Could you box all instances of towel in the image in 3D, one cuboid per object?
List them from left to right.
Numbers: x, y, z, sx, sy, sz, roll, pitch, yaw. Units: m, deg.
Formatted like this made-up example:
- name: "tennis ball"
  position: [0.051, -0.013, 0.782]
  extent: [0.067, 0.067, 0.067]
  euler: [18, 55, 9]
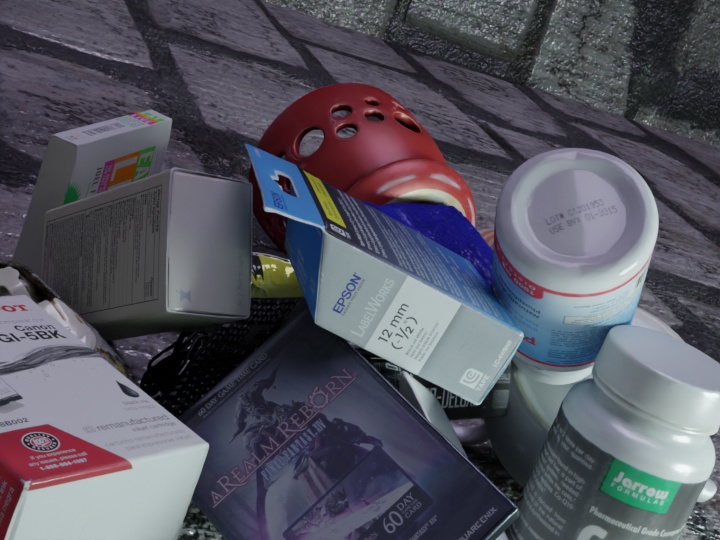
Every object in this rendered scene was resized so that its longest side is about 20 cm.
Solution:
- name: "towel"
  position: [0.058, -0.008, 1.208]
  extent: [0.199, 0.050, 0.148]
  euler: [-1, 52, -50]

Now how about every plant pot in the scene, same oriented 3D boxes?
- name: "plant pot"
  position: [0.008, -0.068, 1.384]
  extent: [0.199, 0.201, 0.183]
  euler: [8, 25, -35]

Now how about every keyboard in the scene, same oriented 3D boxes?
- name: "keyboard"
  position: [-0.115, 0.070, 0.967]
  extent: [0.104, 0.040, 0.200]
  euler: [-8, 28, 29]

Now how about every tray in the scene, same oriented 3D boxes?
- name: "tray"
  position: [0.075, 0.165, 0.892]
  extent: [0.201, 0.022, 0.107]
  euler: [63, 7, 20]

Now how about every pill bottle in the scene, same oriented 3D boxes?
- name: "pill bottle"
  position: [0.148, 0.006, 0.975]
  extent: [0.108, 0.109, 0.200]
  euler: [26, -23, 16]
- name: "pill bottle"
  position: [0.178, 0.147, 0.945]
  extent: [0.112, 0.201, 0.113]
  euler: [19, 18, -6]

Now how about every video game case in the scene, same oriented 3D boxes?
- name: "video game case"
  position: [-0.020, 0.131, 0.846]
  extent: [0.200, 0.143, 0.019]
  euler: [43, -13, 26]

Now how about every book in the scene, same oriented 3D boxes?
- name: "book"
  position: [-0.239, -0.070, 1.212]
  extent: [0.048, 0.134, 0.200]
  euler: [24, 18, 9]

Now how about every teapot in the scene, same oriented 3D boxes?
- name: "teapot"
  position: [0.181, 0.127, 1.118]
  extent: [0.197, 0.146, 0.200]
  euler: [-24, 60, -29]

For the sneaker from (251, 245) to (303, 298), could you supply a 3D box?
- name: "sneaker"
  position: [-0.134, 0.020, 1.191]
  extent: [0.199, 0.076, 0.077]
  euler: [5, 29, -14]

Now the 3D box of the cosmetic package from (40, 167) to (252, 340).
- name: "cosmetic package"
  position: [-0.166, -0.007, 1.015]
  extent: [0.073, 0.104, 0.199]
  euler: [8, -11, -39]

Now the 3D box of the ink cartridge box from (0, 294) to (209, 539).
- name: "ink cartridge box"
  position: [-0.217, 0.098, 0.831]
  extent: [0.200, 0.083, 0.146]
  euler: [33, 22, 31]

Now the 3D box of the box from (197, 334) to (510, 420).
- name: "box"
  position: [-0.008, 0.082, 1.051]
  extent: [0.157, 0.050, 0.199]
  euler: [2, 1, -44]

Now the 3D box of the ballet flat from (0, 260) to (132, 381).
- name: "ballet flat"
  position: [-0.233, 0.044, 0.972]
  extent: [0.072, 0.072, 0.200]
  euler: [4, 20, -43]

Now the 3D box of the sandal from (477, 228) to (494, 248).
- name: "sandal"
  position: [0.170, -0.001, 1.401]
  extent: [0.079, 0.060, 0.207]
  euler: [8, 22, -36]

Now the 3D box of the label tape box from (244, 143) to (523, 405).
- name: "label tape box"
  position: [0.000, 0.000, 0.932]
  extent: [0.199, 0.066, 0.143]
  euler: [26, 14, -19]
